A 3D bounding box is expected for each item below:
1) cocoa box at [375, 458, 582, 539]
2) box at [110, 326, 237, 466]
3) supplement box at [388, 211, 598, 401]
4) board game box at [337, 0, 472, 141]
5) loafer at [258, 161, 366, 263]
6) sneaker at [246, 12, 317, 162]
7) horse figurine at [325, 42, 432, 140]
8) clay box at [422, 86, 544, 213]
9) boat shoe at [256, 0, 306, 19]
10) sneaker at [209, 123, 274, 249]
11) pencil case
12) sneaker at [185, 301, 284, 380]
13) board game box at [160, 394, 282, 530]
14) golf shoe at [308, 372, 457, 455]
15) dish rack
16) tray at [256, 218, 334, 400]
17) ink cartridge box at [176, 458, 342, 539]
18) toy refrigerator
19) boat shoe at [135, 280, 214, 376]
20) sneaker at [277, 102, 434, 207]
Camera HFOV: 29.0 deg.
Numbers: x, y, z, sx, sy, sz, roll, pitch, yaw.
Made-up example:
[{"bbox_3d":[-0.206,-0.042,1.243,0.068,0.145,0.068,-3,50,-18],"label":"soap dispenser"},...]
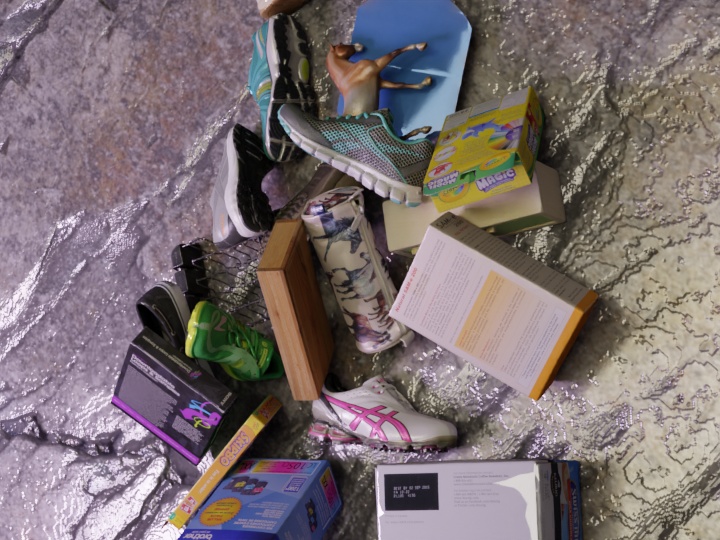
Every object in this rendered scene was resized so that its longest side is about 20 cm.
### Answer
[{"bbox_3d":[0.134,0.279,1.555,0.199,0.131,0.134,-6,80,29],"label":"cocoa box"},{"bbox_3d":[-0.236,0.161,1.740,0.143,0.200,0.036,36,60,3],"label":"box"},{"bbox_3d":[0.149,0.038,1.571,0.200,0.074,0.126,31,115,13],"label":"supplement box"},{"bbox_3d":[0.061,-0.248,1.729,0.158,0.039,0.201,12,91,24],"label":"board game box"},{"bbox_3d":[-0.048,-0.074,1.722,0.200,0.067,0.076,-50,19,0],"label":"loafer"},{"bbox_3d":[-0.107,-0.233,1.813,0.080,0.077,0.201,-17,69,46],"label":"sneaker"},{"bbox_3d":[0.020,-0.195,1.685,0.132,0.050,0.201,-4,76,13],"label":"horse figurine"},{"bbox_3d":[0.141,-0.133,1.580,0.115,0.200,0.048,-17,117,23],"label":"clay box"},{"bbox_3d":[-0.063,-0.406,1.799,0.200,0.074,0.069,-32,73,22],"label":"boat shoe"},{"bbox_3d":[-0.160,-0.111,1.779,0.079,0.074,0.200,-35,36,31],"label":"sneaker"},{"bbox_3d":[0.000,0.000,1.662,0.089,0.078,0.200,-3,113,58],"label":"pencil case"},{"bbox_3d":[-0.151,0.089,1.711,0.083,0.200,0.074,6,76,24],"label":"sneaker"},{"bbox_3d":[-0.177,0.248,1.760,0.030,0.096,0.200,42,104,1],"label":"board game box"},{"bbox_3d":[0.026,0.172,1.667,0.199,0.073,0.092,6,84,30],"label":"golf shoe"},{"bbox_3d":[-0.153,0.010,1.805,0.200,0.055,0.154,-20,75,24],"label":"dish rack"},{"bbox_3d":[-0.074,0.048,1.661,0.037,0.200,0.099,-3,38,15],"label":"tray"},{"bbox_3d":[-0.125,0.312,1.660,0.136,0.200,0.077,-4,119,29],"label":"ink cartridge box"},{"bbox_3d":[0.133,-0.066,1.638,0.200,0.076,0.070,-14,77,27],"label":"toy refrigerator"},{"bbox_3d":[-0.240,0.114,1.785,0.070,0.066,0.201,7,118,41],"label":"boat shoe"},{"bbox_3d":[0.000,-0.155,1.625,0.200,0.078,0.091,29,97,6],"label":"sneaker"}]
